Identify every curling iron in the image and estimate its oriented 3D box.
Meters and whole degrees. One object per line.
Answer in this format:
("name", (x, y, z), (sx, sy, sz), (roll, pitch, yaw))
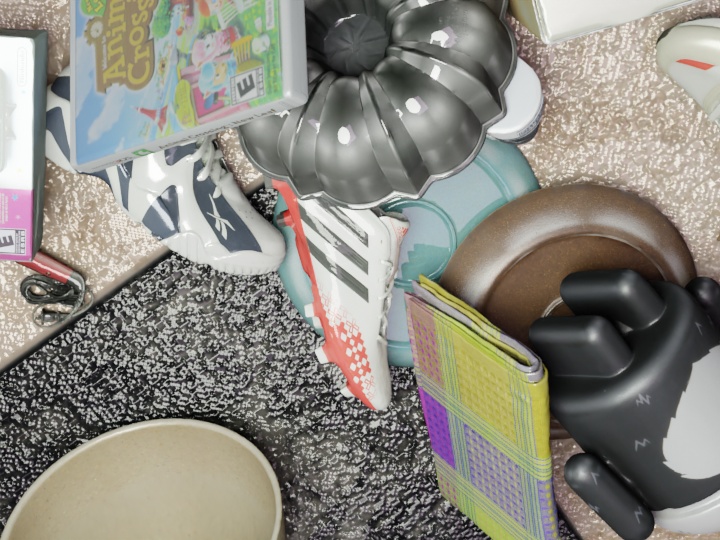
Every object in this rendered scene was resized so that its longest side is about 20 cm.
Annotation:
("curling iron", (-0.284, -0.020, 0.953), (0.200, 0.026, 0.050), (32, 100, -8))

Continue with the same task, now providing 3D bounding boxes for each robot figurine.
("robot figurine", (0.202, 0.088, 0.893), (0.150, 0.125, 0.200), (-37, 111, 12))

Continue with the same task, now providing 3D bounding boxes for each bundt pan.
("bundt pan", (-0.005, -0.143, 0.831), (0.202, 0.076, 0.202), (-2, 81, 10))

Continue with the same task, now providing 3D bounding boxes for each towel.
("towel", (0.088, 0.110, 0.912), (0.023, 0.144, 0.200), (-28, 126, -23))

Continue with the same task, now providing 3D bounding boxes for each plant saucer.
("plant saucer", (0.151, 0.038, 0.951), (0.200, 0.032, 0.200), (-3, 110, -7))
("plant saucer", (0.036, -0.022, 0.954), (0.200, 0.027, 0.200), (0, 104, 0))

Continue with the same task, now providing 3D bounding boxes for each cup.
("cup", (-0.139, 0.228, 0.951), (0.200, 0.200, 0.143), (-11, 130, 3))

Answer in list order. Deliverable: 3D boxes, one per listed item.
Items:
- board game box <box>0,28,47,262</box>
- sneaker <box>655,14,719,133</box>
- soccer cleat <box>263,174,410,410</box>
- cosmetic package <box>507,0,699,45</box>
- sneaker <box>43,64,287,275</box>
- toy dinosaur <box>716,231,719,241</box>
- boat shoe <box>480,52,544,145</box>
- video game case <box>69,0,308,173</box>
("board game box", (-0.305, -0.086, 0.849), (0.200, 0.064, 0.148), (3, 106, -6))
("sneaker", (0.278, -0.091, 0.886), (0.200, 0.070, 0.093), (31, 71, 3))
("soccer cleat", (0.000, 0.000, 0.913), (0.085, 0.069, 0.200), (-17, 100, 8))
("cosmetic package", (0.139, -0.196, 0.818), (0.105, 0.200, 0.071), (-16, 105, 3))
("sneaker", (-0.114, -0.094, 0.906), (0.199, 0.079, 0.130), (36, 111, 1))
("toy dinosaur", (0.314, -0.030, 0.948), (0.106, 0.060, 0.200), (-3, 102, -32))
("boat shoe", (0.042, -0.155, 0.898), (0.200, 0.068, 0.072), (38, 89, 13))
("video game case", (-0.112, -0.176, 0.825), (0.182, 0.022, 0.200), (-13, 73, 34))
